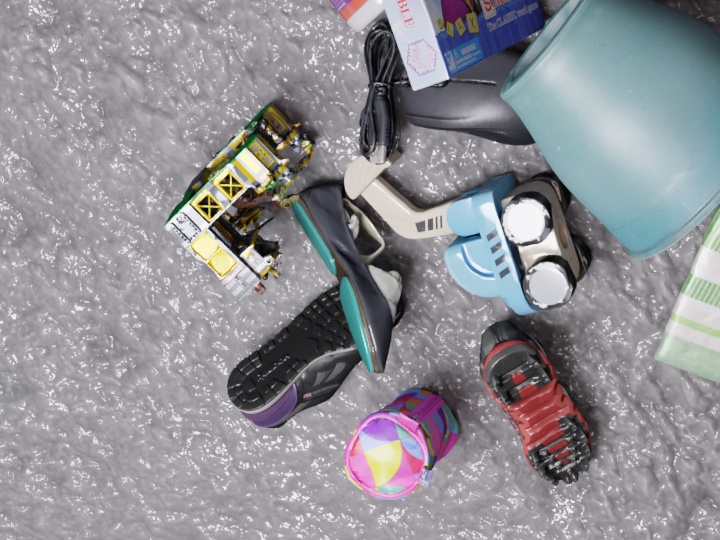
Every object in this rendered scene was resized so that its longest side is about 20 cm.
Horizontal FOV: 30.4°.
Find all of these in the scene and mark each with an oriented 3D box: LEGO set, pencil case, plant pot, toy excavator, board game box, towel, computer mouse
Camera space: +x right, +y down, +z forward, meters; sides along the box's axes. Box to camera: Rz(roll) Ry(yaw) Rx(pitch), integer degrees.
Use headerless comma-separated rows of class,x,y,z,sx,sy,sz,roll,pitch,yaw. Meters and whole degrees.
LEGO set,-0.093,-0.061,1.253,0.154,0.200,0.116,-44,103,7
pencil case,0.044,0.165,1.285,0.087,0.200,0.089,0,92,10
plant pot,0.231,-0.147,1.145,0.187,0.200,0.200,38,110,-6
toy excavator,0.099,-0.042,1.273,0.198,0.100,0.196,-16,102,24
board game box,0.074,-0.278,1.140,0.041,0.200,0.201,-13,104,36
towel,0.388,0.021,1.267,0.151,0.023,0.202,20,111,5
computer mouse,0.096,-0.165,1.233,0.198,0.053,0.140,4,83,6

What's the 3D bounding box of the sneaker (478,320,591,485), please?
sneaker,0.172,0.127,1.318,0.070,0.098,0.201,-28,123,5

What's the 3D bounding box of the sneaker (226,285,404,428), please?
sneaker,-0.039,0.087,1.356,0.199,0.088,0.076,-33,56,1

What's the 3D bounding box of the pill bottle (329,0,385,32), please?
pill bottle,-0.024,-0.326,1.194,0.111,0.111,0.200,-37,97,19

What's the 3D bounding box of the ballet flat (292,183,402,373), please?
ballet flat,0.000,0.000,1.288,0.073,0.073,0.201,-32,71,18
